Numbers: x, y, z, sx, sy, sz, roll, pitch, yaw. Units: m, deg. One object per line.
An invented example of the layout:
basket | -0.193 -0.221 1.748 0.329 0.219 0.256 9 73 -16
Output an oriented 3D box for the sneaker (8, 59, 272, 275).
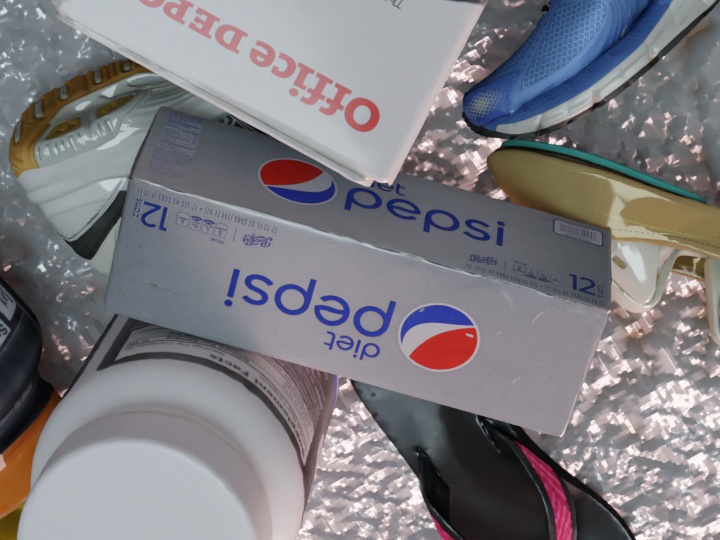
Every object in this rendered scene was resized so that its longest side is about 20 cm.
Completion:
sneaker | -0.050 -0.062 0.870 0.198 0.076 0.088 -19 121 14

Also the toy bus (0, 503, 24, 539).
toy bus | -0.131 0.220 0.897 0.134 0.192 0.202 1 110 4

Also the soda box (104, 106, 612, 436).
soda box | 0.000 0.000 0.816 0.198 0.064 0.069 15 123 -3

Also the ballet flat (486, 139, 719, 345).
ballet flat | 0.145 -0.004 0.854 0.198 0.069 0.064 15 83 2

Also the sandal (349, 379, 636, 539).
sandal | 0.062 0.105 0.914 0.075 0.045 0.200 -36 101 15

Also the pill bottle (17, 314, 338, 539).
pill bottle | -0.074 0.077 0.838 0.112 0.200 0.115 2 109 6

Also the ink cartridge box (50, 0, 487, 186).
ink cartridge box | -0.011 -0.154 0.756 0.143 0.084 0.201 27 94 -10

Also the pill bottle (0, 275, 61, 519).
pill bottle | -0.213 0.022 0.879 0.106 0.106 0.200 -34 111 15

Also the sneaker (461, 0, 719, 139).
sneaker | 0.111 -0.135 0.826 0.089 0.079 0.200 45 101 2
